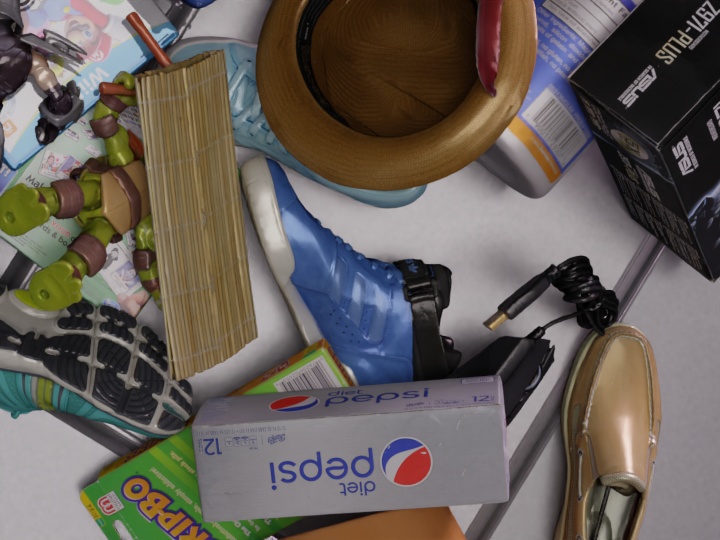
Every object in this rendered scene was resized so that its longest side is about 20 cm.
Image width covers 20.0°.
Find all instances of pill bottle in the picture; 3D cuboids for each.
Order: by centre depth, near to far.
[{"bbox_3d":[0.147,-0.156,1.381,0.112,0.112,0.200,44,84,-10],"label":"pill bottle"}]

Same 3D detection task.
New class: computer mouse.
[{"bbox_3d":[0.093,0.070,1.363,0.200,0.140,0.046,-35,67,0],"label":"computer mouse"}]

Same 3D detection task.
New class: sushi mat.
[{"bbox_3d":[-0.105,-0.036,1.320,0.012,0.096,0.201,2,105,30],"label":"sushi mat"}]

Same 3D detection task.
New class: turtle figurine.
[{"bbox_3d":[-0.163,-0.052,1.300,0.064,0.161,0.201,2,113,31],"label":"turtle figurine"}]

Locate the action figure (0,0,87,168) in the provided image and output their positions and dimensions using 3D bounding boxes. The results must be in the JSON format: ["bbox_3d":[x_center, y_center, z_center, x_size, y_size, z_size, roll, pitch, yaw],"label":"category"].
[{"bbox_3d":[-0.248,-0.091,1.291,0.129,0.069,0.201,16,91,-1],"label":"action figure"}]

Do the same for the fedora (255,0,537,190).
[{"bbox_3d":[0.031,-0.132,1.303,0.200,0.082,0.202,-9,69,23],"label":"fedora"}]

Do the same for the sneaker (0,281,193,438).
[{"bbox_3d":[-0.206,0.062,1.349,0.199,0.080,0.078,21,47,-4],"label":"sneaker"}]

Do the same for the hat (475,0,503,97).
[{"bbox_3d":[0.052,-0.257,1.226,0.165,0.200,0.176,27,118,-26],"label":"hat"}]

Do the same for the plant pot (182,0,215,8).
[{"bbox_3d":[-0.100,-0.296,1.293,0.200,0.180,0.200,-40,100,-6],"label":"plant pot"}]

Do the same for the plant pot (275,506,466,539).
[{"bbox_3d":[0.006,0.233,1.342,0.199,0.200,0.141,-14,83,-9],"label":"plant pot"}]

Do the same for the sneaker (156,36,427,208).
[{"bbox_3d":[-0.040,-0.103,1.364,0.199,0.082,0.074,23,88,-11],"label":"sneaker"}]

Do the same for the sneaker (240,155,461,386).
[{"bbox_3d":[0.000,0.000,1.378,0.111,0.077,0.201,-24,101,-2],"label":"sneaker"}]

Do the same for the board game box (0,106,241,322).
[{"bbox_3d":[-0.196,-0.073,1.364,0.200,0.029,0.135,38,85,-10],"label":"board game box"}]

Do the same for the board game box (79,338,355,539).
[{"bbox_3d":[-0.083,0.136,1.370,0.199,0.030,0.096,-31,103,9],"label":"board game box"}]

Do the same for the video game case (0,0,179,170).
[{"bbox_3d":[-0.235,-0.187,1.327,0.143,0.018,0.200,-40,99,-7],"label":"video game case"}]

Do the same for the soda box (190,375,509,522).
[{"bbox_3d":[-0.005,0.115,1.313,0.199,0.063,0.069,-5,104,5],"label":"soda box"}]

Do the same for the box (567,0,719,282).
[{"bbox_3d":[0.242,-0.113,1.355,0.164,0.200,0.086,-45,58,-6],"label":"box"}]

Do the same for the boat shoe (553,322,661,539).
[{"bbox_3d":[0.178,0.138,1.420,0.071,0.076,0.201,4,91,-8],"label":"boat shoe"}]
